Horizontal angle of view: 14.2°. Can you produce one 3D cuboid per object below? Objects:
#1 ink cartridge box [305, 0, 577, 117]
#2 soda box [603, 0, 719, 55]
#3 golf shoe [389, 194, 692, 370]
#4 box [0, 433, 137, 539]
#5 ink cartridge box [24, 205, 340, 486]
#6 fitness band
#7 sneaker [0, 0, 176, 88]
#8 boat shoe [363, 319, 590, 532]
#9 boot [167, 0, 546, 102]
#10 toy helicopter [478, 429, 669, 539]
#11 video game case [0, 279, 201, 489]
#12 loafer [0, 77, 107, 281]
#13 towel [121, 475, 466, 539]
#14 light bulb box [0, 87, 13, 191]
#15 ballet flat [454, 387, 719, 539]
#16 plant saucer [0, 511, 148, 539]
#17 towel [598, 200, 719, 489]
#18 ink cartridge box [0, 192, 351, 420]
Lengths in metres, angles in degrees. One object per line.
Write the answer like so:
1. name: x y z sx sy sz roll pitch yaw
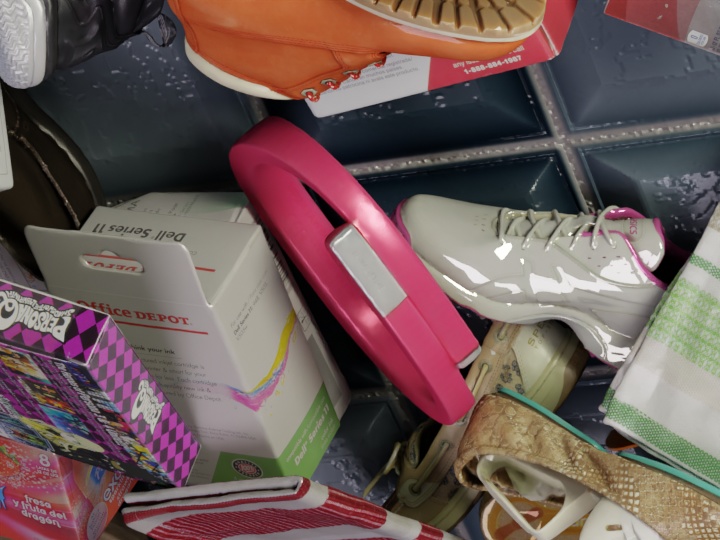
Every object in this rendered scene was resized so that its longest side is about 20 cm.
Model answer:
1. ink cartridge box: 0.003 -0.189 1.439 0.145 0.083 0.200 -11 126 29
2. soda box: 0.181 -0.201 1.378 0.070 0.064 0.200 21 134 0
3. golf shoe: 0.116 -0.009 1.584 0.199 0.075 0.092 21 127 -10
4. box: -0.234 0.085 1.747 0.199 0.103 0.095 14 137 24
5. ink cartridge box: -0.098 0.033 1.621 0.117 0.067 0.201 7 137 29
6. fitness band: 0.000 0.000 1.594 0.200 0.037 0.144 55 170 -23
7. sneaker: -0.152 -0.201 1.495 0.113 0.075 0.201 -12 102 -17
8. boat shoe: 0.059 0.092 1.696 0.063 0.073 0.200 35 123 -5
9. boot: -0.004 -0.124 1.400 0.199 0.075 0.108 14 139 18
10. toy helicopter: 0.167 0.131 1.662 0.199 0.079 0.133 -1 115 -2
11. video game case: -0.193 0.049 1.566 0.180 0.036 0.200 17 161 19
12. loafer: -0.215 -0.068 1.623 0.073 0.071 0.200 -21 112 35
13. towel: -0.022 0.156 1.656 0.144 0.023 0.200 -10 156 39
14. light bulb box: -0.291 -0.125 1.473 0.124 0.200 0.199 -8 91 25
15. ballet flat: 0.127 0.126 1.563 0.200 0.065 0.071 22 160 46
16. plant saucer: -0.219 0.172 1.857 0.199 0.030 0.200 10 154 5
17. towel: 0.233 0.031 1.519 0.149 0.031 0.201 32 106 12
18. ink cartridge box: -0.121 0.027 1.724 0.199 0.050 0.161 3 134 36
